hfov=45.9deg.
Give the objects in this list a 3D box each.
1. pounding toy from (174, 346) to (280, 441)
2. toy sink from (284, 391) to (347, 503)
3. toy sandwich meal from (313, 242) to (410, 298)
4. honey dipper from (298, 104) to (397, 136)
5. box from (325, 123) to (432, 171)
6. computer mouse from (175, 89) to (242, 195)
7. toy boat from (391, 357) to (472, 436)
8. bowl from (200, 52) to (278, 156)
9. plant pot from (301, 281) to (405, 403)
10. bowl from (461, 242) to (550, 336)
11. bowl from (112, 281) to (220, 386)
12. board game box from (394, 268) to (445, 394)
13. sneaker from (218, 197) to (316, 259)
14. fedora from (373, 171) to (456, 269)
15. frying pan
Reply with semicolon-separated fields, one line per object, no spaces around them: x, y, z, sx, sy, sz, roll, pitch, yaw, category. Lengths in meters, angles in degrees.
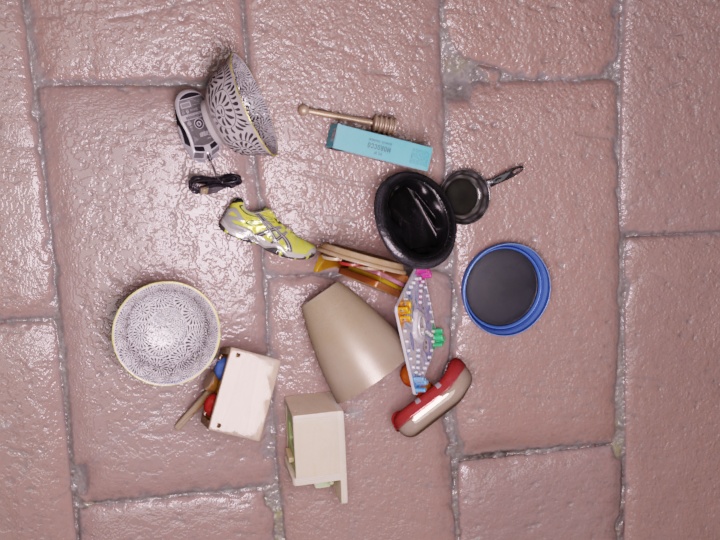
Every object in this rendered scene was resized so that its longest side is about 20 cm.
-0.264;0.246;1.667;0.141;0.200;0.186;17;81;-15;pounding toy
-0.096;0.367;1.738;0.111;0.130;0.202;-5;101;-12;toy sink
0.000;0.000;1.673;0.204;0.205;0.071;15;93;-15;toy sandwich meal
-0.026;-0.304;1.691;0.198;0.038;0.038;10;97;-12;honey dipper
0.036;-0.244;1.690;0.198;0.082;0.050;12;95;-15;box
-0.304;-0.245;1.628;0.109;0.044;0.201;-22;100;-33;computer mouse
0.134;0.249;1.789;0.199;0.131;0.131;-37;76;-5;toy boat
-0.236;-0.291;1.577;0.094;0.201;0.202;-20;104;8;bowl
-0.027;0.130;1.702;0.187;0.187;0.201;-35;91;-5;plant pot
0.308;0.039;1.821;0.199;0.039;0.202;-2;100;-13;bowl
-0.374;0.113;1.643;0.199;0.094;0.203;-2;99;-13;bowl
0.123;0.111;1.699;0.026;0.200;0.201;-3;117;21;board game box
-0.174;-0.079;1.674;0.199;0.075;0.077;21;95;-17;sneaker
0.097;-0.094;1.712;0.199;0.092;0.202;5;77;-22;fedora
0.239;-0.181;1.773;0.115;0.031;0.190;42;85;-16;frying pan
